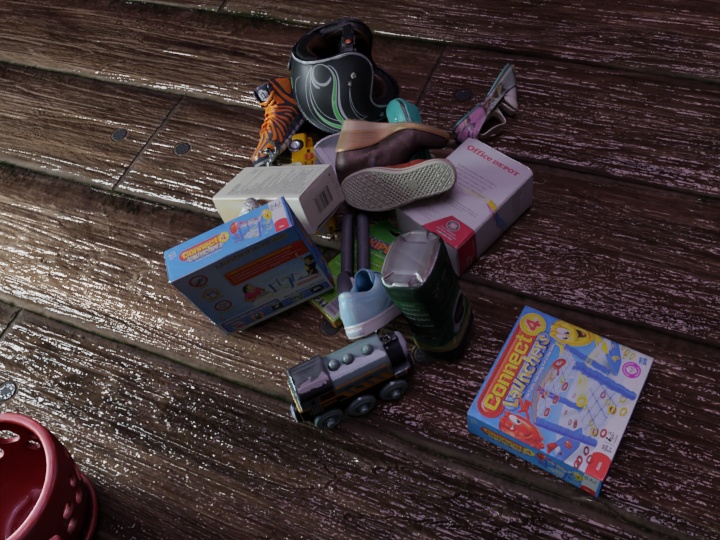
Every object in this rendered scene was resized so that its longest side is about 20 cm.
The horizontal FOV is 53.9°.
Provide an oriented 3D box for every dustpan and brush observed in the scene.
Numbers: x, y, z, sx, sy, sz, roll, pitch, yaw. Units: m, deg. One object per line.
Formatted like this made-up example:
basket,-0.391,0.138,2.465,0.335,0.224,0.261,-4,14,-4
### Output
dustpan and brush,0.027,-0.214,1.310,0.199,0.057,0.140,-24,71,-43

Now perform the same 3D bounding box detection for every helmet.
helmet,-0.030,-0.354,1.348,0.197,0.192,0.202,-11,44,11

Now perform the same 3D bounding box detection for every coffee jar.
coffee jar,0.102,0.042,1.032,0.084,0.201,0.105,4,54,30

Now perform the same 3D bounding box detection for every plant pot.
plant pot,-0.461,0.320,0.949,0.197,0.184,0.203,-6,53,8

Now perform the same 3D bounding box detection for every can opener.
can opener,-0.010,-0.013,1.142,0.052,0.067,0.203,-4,60,6

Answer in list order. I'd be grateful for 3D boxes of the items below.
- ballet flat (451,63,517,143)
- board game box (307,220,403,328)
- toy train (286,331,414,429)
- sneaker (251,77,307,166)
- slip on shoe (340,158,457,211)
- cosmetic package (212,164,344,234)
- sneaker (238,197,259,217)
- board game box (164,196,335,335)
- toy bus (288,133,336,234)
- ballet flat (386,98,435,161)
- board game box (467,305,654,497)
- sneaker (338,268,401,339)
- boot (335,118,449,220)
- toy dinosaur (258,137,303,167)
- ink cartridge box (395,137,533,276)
ballet flat,0.253,-0.305,1.344,0.071,0.069,0.201,36,71,11
board game box,0.000,0.000,1.189,0.200,0.030,0.095,-42,58,-15
toy train,-0.014,0.156,1.024,0.197,0.115,0.086,-23,54,-6
sneaker,-0.177,-0.296,1.374,0.077,0.112,0.201,-14,37,43
slip on shoe,0.063,-0.144,1.163,0.197,0.075,0.061,-10,16,17
cosmetic package,-0.137,-0.119,1.178,0.198,0.072,0.105,5,41,37
sneaker,-0.189,-0.040,1.162,0.076,0.201,0.090,2,52,-32
board game box,-0.163,0.001,1.085,0.197,0.196,0.056,-24,57,4
toy bus,-0.089,-0.163,1.299,0.077,0.065,0.202,-8,54,5
ballet flat,0.104,-0.222,1.295,0.070,0.067,0.203,-2,72,-41
board game box,0.279,0.174,0.991,0.194,0.056,0.201,22,62,24
sneaker,0.032,0.028,1.078,0.073,0.083,0.200,-13,12,31
boot,0.052,-0.171,1.228,0.196,0.072,0.170,4,91,1
toy dinosaur,-0.155,-0.185,1.272,0.047,0.199,0.090,-9,81,-38
ink cartridge box,0.177,-0.111,1.198,0.199,0.086,0.147,-41,56,-18
